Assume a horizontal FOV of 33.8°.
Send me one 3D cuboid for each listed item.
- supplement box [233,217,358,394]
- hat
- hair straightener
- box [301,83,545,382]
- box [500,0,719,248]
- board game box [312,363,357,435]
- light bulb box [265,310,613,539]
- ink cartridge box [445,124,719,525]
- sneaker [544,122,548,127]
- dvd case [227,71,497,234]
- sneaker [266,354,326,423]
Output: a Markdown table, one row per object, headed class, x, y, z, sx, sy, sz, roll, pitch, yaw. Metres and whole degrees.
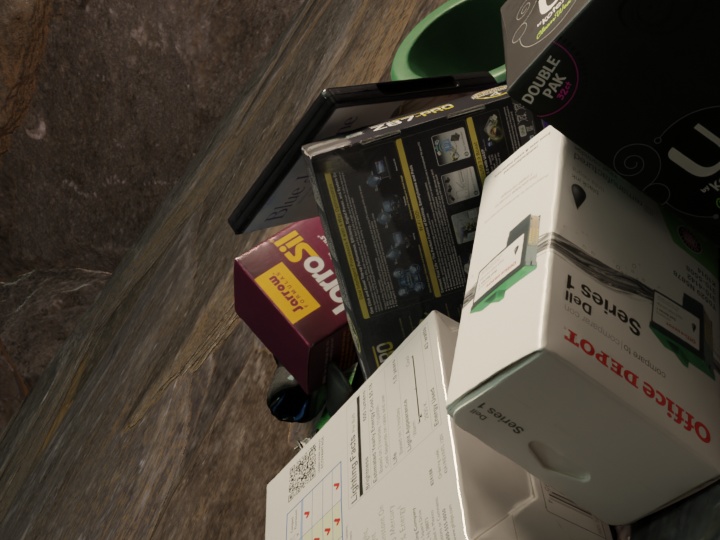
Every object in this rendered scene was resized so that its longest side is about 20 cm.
| class | x | y | z | sx | sy | sz | roll | pitch | yaw |
| --- | --- | --- | --- | --- | --- | --- | --- | --- | --- |
| supplement box | 0.000 | 0.000 | 1.035 | 0.200 | 0.110 | 0.086 | -33 | -25 | -23 |
| hat | 0.140 | -0.149 | 1.065 | 0.165 | 0.176 | 0.200 | 6 | 47 | 38 |
| hair straightener | -0.031 | 0.137 | 1.048 | 0.077 | 0.041 | 0.200 | -23 | -24 | -25 |
| box | 0.062 | -0.011 | 0.821 | 0.161 | 0.201 | 0.049 | -18 | 18 | -8 |
| box | 0.205 | -0.131 | 0.718 | 0.149 | 0.200 | 0.125 | -47 | 20 | 30 |
| board game box | 0.024 | 0.104 | 1.110 | 0.200 | 0.023 | 0.105 | -23 | 41 | 60 |
| light bulb box | 0.041 | 0.173 | 0.752 | 0.200 | 0.125 | 0.199 | -49 | 26 | 28 |
| ink cartridge box | 0.141 | 0.028 | 0.717 | 0.084 | 0.146 | 0.200 | -40 | 26 | 40 |
| sneaker | 0.106 | -0.055 | 0.916 | 0.083 | 0.080 | 0.201 | 132 | 147 | -79 |
| dvd case | 0.005 | -0.091 | 0.899 | 0.200 | 0.018 | 0.143 | -16 | -25 | -48 |
| sneaker | -0.070 | 0.110 | 1.236 | 0.112 | 0.073 | 0.200 | -65 | 7 | -23 |
